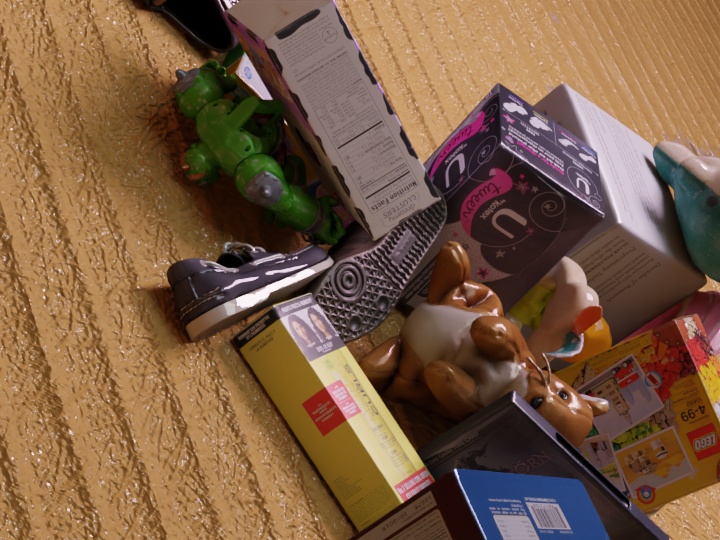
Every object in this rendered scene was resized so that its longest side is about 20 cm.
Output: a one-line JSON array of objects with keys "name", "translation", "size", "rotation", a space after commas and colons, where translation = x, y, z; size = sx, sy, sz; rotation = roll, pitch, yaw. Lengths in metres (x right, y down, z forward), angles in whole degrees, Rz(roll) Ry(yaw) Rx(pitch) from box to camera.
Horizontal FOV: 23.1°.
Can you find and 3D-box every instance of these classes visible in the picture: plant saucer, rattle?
[{"name": "plant saucer", "translation": [0.306, 0.089, 1.824], "size": [0.051, 0.201, 0.201], "rotation": [45, 26, -3]}, {"name": "rattle", "translation": [0.208, 0.069, 1.634], "size": [0.143, 0.130, 0.200], "rotation": [50, -18, -18]}]

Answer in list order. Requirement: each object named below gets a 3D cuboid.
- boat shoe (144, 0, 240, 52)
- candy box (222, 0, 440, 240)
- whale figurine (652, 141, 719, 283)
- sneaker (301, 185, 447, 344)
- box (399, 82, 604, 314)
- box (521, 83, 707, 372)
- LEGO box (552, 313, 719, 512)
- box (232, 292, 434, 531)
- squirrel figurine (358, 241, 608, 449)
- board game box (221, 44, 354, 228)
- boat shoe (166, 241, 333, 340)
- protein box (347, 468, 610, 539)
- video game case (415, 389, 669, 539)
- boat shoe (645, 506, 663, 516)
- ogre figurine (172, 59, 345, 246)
[{"name": "boat shoe", "translation": [-0.173, -0.278, 1.614], "size": [0.200, 0.074, 0.073], "rotation": [38, 29, -27]}, {"name": "candy box", "translation": [-0.026, -0.144, 1.513], "size": [0.200, 0.071, 0.168], "rotation": [60, -5, -23]}, {"name": "whale figurine", "translation": [0.358, -0.056, 1.783], "size": [0.159, 0.104, 0.200], "rotation": [34, 8, -40]}, {"name": "sneaker", "translation": [0.000, 0.000, 1.543], "size": [0.200, 0.075, 0.071], "rotation": [-45, 111, -33]}, {"name": "box", "translation": [0.115, -0.049, 1.651], "size": [0.132, 0.200, 0.115], "rotation": [32, 30, -20]}, {"name": "box", "translation": [0.212, -0.039, 1.824], "size": [0.171, 0.200, 0.199], "rotation": [27, 36, -41]}, {"name": "LEGO box", "translation": [0.243, 0.148, 1.613], "size": [0.077, 0.200, 0.149], "rotation": [-6, 70, -62]}, {"name": "box", "translation": [-0.017, 0.117, 1.403], "size": [0.200, 0.050, 0.075], "rotation": [57, 25, 8]}, {"name": "squirrel figurine", "translation": [0.123, 0.107, 1.516], "size": [0.186, 0.142, 0.200], "rotation": [31, -17, 29]}, {"name": "board game box", "translation": [-0.050, -0.138, 1.684], "size": [0.200, 0.040, 0.153], "rotation": [46, 26, -16]}, {"name": "boat shoe", "translation": [-0.087, -0.001, 1.411], "size": [0.063, 0.073, 0.200], "rotation": [58, 30, 3]}, {"name": "protein box", "translation": [0.113, 0.272, 1.327], "size": [0.198, 0.135, 0.200], "rotation": [13, 46, -54]}, {"name": "video game case", "translation": [0.138, 0.198, 1.456], "size": [0.200, 0.143, 0.019], "rotation": [43, 31, -21]}, {"name": "boat shoe", "translation": [0.266, 0.199, 1.755], "size": [0.200, 0.076, 0.072], "rotation": [19, 41, -51]}, {"name": "ogre figurine", "translation": [-0.098, -0.110, 1.506], "size": [0.120, 0.098, 0.201], "rotation": [19, 52, -68]}]
